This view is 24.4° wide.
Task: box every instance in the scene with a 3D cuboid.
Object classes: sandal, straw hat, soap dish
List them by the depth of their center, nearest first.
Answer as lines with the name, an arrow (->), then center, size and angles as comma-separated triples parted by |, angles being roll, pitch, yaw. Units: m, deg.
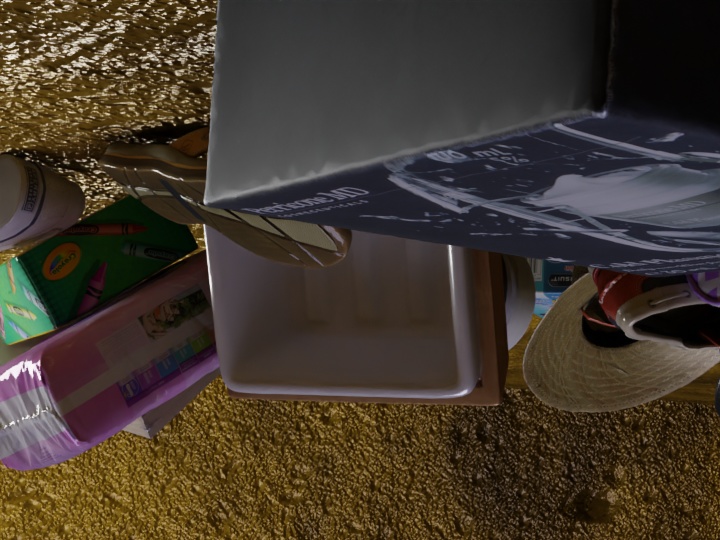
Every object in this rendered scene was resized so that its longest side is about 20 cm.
sandal -> -0.080, -0.055, 0.985 | 0.199, 0.054, 0.080 | 18, 158, 45
soap dish -> 0.000, 0.000, 1.034 | 0.198, 0.159, 0.081 | -1, -172, 32
straw hat -> 0.198, 0.010, 1.236 | 0.199, 0.086, 0.202 | -13, 141, -10

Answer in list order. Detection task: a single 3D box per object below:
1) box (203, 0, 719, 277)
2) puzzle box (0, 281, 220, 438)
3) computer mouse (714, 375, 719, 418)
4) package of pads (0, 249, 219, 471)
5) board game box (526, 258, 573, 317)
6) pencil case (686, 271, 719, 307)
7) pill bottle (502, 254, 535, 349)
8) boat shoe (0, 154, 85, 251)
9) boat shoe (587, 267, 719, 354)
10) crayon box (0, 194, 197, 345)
box -> 0.085, -0.074, 0.500 | 0.195, 0.125, 0.199 | 9, 171, -31
puzzle box -> -0.191, 0.059, 1.282 | 0.199, 0.026, 0.133 | 13, -138, 38
computer mouse -> 0.297, 0.037, 1.062 | 0.137, 0.201, 0.053 | 3, -144, -33
package of pads -> -0.155, 0.056, 1.129 | 0.199, 0.076, 0.120 | -33, -171, -38
board game box -> 0.208, 0.010, 1.426 | 0.149, 0.047, 0.200 | 1, 172, 18
pencil case -> 0.309, -0.006, 1.127 | 0.198, 0.084, 0.086 | 5, 135, -36
pill bottle -> 0.040, 0.010, 1.213 | 0.113, 0.115, 0.199 | -2, 171, 35
boat shoe -> -0.266, -0.038, 1.165 | 0.199, 0.072, 0.069 | -13, 162, 42
boat shoe -> 0.240, 0.028, 1.157 | 0.199, 0.063, 0.071 | 15, 128, -38
crayon box -> -0.207, -0.003, 1.225 | 0.118, 0.059, 0.200 | -31, -174, -21
